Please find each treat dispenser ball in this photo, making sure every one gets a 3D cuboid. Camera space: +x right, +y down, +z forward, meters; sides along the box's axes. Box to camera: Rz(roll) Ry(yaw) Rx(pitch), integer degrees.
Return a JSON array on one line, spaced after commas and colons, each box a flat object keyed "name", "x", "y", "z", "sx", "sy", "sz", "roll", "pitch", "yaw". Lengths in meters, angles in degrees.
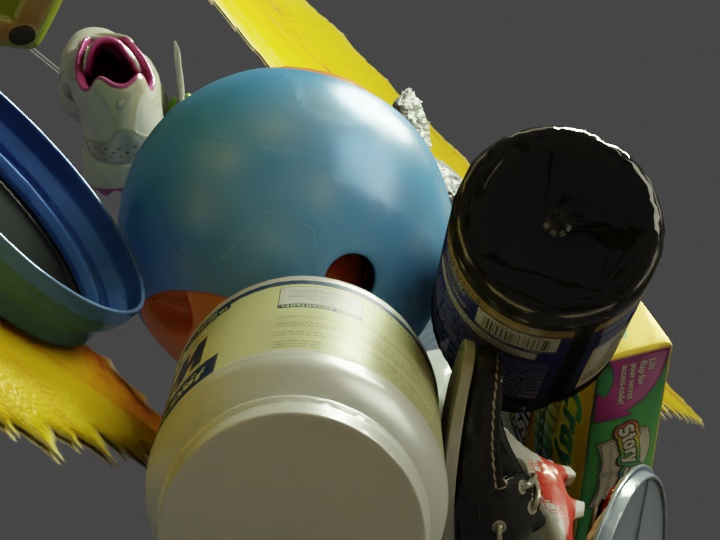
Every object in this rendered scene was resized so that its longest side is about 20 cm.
[{"name": "treat dispenser ball", "x": -0.045, "y": -0.021, "z": 1.182, "sx": 0.201, "sy": 0.201, "sz": 0.201, "roll": 47, "pitch": 10, "yaw": -11}]

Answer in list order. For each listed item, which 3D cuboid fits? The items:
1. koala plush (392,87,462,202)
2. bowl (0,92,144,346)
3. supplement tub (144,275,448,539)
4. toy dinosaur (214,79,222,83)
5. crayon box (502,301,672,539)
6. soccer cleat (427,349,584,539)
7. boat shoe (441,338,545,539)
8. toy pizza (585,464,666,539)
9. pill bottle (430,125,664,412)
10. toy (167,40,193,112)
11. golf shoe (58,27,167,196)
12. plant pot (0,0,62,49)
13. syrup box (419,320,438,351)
[{"name": "koala plush", "x": 0.033, "y": -0.061, "z": 1.761, "sx": 0.184, "sy": 0.177, "sz": 0.200, "roll": 28, "pitch": 25, "yaw": -37}, {"name": "bowl", "x": -0.198, "y": -0.041, "z": 1.062, "sx": 0.201, "sy": 0.039, "sz": 0.201, "roll": 47, "pitch": 11, "yaw": -11}, {"name": "supplement tub", "x": -0.030, "y": 0.095, "z": 0.982, "sx": 0.145, "sy": 0.145, "sz": 0.200, "roll": 47, "pitch": 11, "yaw": -11}, {"name": "toy dinosaur", "x": -0.053, "y": -0.051, "z": 1.406, "sx": 0.047, "sy": 0.088, "sz": 0.201, "roll": 14, "pitch": 63, "yaw": -66}, {"name": "crayon box", "x": 0.132, "y": 0.077, "z": 1.306, "sx": 0.173, "sy": 0.058, "sz": 0.200, "roll": -119, "pitch": -157, "yaw": -47}, {"name": "soccer cleat", "x": 0.065, "y": 0.114, "z": 1.174, "sx": 0.085, "sy": 0.069, "sz": 0.200, "roll": 0, "pitch": 34, "yaw": -22}, {"name": "boat shoe", "x": 0.069, "y": 0.134, "z": 1.062, "sx": 0.060, "sy": 0.201, "sz": 0.074, "roll": 4, "pitch": 14, "yaw": 4}, {"name": "toy pizza", "x": 0.139, "y": 0.211, "z": 1.171, "sx": 0.032, "sy": 0.201, "sz": 0.200, "roll": 11, "pitch": -4, "yaw": 21}, {"name": "pill bottle", "x": 0.097, "y": 0.010, "z": 1.095, "sx": 0.112, "sy": 0.112, "sz": 0.200, "roll": 52, "pitch": -15, "yaw": 15}, {"name": "toy", "x": -0.108, "y": -0.078, "z": 1.377, "sx": 0.200, "sy": 0.047, "sz": 0.115, "roll": -114, "pitch": -156, "yaw": -65}, {"name": "golf shoe", "x": -0.167, "y": -0.132, "z": 1.348, "sx": 0.200, "sy": 0.075, "sz": 0.092, "roll": -118, "pitch": -158, "yaw": -54}, {"name": "plant pot", "x": -0.236, "y": -0.239, "z": 1.070, "sx": 0.199, "sy": 0.200, "sz": 0.182, "roll": 8, "pitch": 42, "yaw": -33}, {"name": "syrup box", "x": 0.000, "y": 0.000, "z": 1.316, "sx": 0.200, "sy": 0.081, "sz": 0.079, "roll": 60, "pitch": 14, "yaw": 7}]
